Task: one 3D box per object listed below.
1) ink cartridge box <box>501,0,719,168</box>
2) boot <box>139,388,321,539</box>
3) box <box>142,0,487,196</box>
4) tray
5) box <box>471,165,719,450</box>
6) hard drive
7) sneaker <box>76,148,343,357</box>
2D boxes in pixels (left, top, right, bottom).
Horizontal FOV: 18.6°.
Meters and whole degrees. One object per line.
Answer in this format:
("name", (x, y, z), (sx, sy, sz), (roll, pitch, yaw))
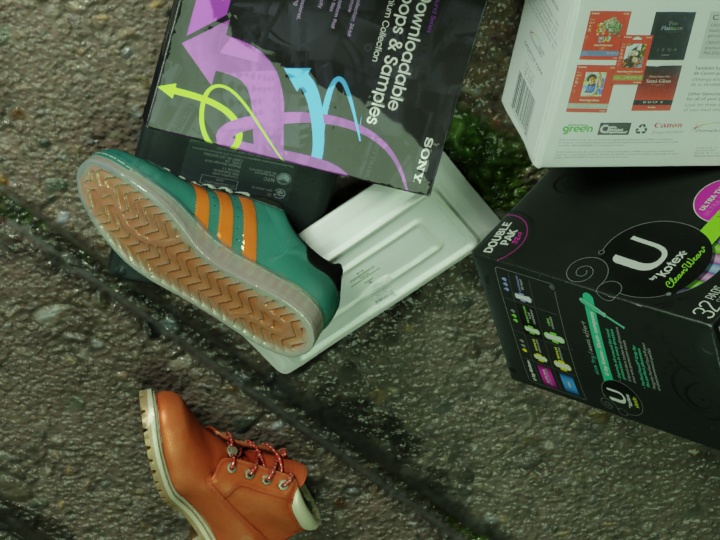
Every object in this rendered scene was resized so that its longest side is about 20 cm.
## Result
("ink cartridge box", (0.212, -0.160, 1.429), (0.200, 0.084, 0.176), (-1, 128, -17))
("boot", (-0.101, 0.149, 1.685), (0.107, 0.075, 0.200), (-20, 135, 8))
("box", (-0.029, -0.140, 1.452), (0.200, 0.036, 0.143), (13, 104, -14))
("tray", (0.000, 0.000, 1.572), (0.200, 0.022, 0.107), (-34, 134, 10))
("box", (0.204, 0.012, 1.486), (0.200, 0.149, 0.124), (18, 141, 41))
("hard drive", (-0.089, -0.066, 1.538), (0.139, 0.033, 0.200), (11, 126, -11))
("sneaker", (-0.101, -0.025, 1.513), (0.200, 0.080, 0.071), (37, 136, -5))
